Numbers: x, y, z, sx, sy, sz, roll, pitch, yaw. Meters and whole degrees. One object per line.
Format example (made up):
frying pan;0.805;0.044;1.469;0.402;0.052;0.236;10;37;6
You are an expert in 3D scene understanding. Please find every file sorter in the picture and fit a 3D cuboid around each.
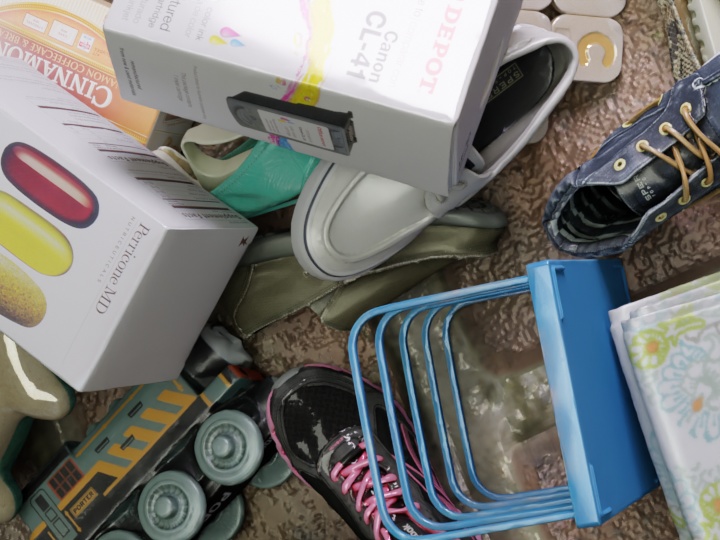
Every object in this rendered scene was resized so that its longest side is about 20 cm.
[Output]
file sorter;0.087;0.073;1.128;0.122;0.200;0.139;-11;87;19

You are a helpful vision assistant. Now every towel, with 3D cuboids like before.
towel;0.246;0.089;1.125;0.171;0.048;0.201;-18;86;-12

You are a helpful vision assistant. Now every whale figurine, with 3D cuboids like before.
whale figurine;-0.243;0.080;1.245;0.200;0.104;0.160;-29;86;38

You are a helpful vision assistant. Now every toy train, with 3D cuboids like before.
toy train;-0.127;0.126;1.247;0.200;0.085;0.114;-47;69;10

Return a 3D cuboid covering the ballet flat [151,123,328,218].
ballet flat;-0.093;-0.054;1.205;0.200;0.067;0.070;-26;112;39

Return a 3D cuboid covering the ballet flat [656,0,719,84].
ballet flat;0.201;-0.173;1.157;0.068;0.075;0.201;-15;85;-18

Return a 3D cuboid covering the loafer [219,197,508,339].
loafer;0.000;0.000;1.220;0.199;0.075;0.070;-11;93;24

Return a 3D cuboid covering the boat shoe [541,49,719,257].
boat shoe;0.185;-0.067;1.103;0.071;0.091;0.200;50;142;-2

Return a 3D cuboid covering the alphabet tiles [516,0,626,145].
alphabet tiles;0.069;-0.176;1.176;0.195;0.015;0.201;3;91;-16

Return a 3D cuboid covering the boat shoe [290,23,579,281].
boat shoe;0.046;-0.067;1.129;0.200;0.066;0.072;-38;105;-13

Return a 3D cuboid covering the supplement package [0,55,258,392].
supplement package;-0.181;-0.032;1.151;0.200;0.109;0.114;34;105;21

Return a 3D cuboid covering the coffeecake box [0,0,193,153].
coffeecake box;-0.202;-0.080;1.269;0.153;0.073;0.201;24;97;13

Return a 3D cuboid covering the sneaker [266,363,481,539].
sneaker;0.020;0.139;1.173;0.079;0.095;0.200;-39;98;0

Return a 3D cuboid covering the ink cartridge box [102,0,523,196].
ink cartridge box;-0.022;-0.146;1.084;0.199;0.086;0.148;16;67;10
